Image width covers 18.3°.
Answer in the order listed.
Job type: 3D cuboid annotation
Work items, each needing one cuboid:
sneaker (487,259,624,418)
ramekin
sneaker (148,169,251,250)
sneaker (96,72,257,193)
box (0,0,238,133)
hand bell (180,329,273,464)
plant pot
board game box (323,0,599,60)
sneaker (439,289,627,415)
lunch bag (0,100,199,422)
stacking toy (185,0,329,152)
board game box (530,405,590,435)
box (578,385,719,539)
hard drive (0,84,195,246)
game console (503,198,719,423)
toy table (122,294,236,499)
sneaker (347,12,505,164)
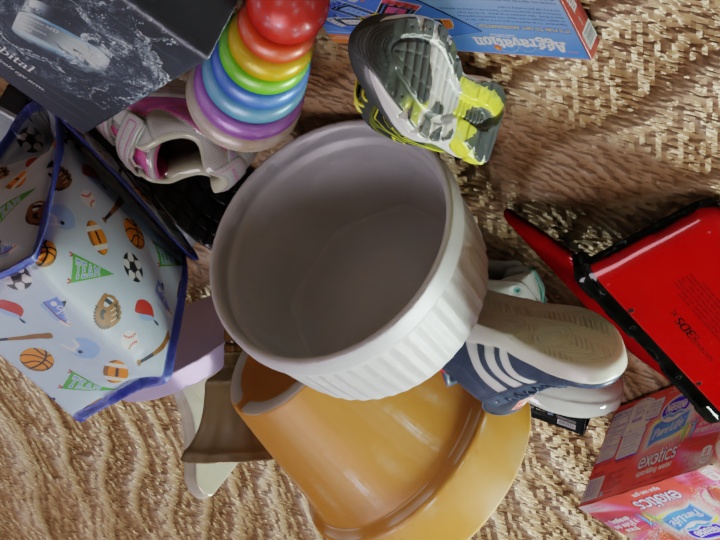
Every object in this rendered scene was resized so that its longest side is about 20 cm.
[{"bbox_3d":[0.128,0.039,1.741,0.200,0.075,0.089,30,120,-2],"label":"sneaker"},{"bbox_3d":[0.000,0.000,1.640,0.200,0.201,0.105,7,157,34],"label":"ramekin"},{"bbox_3d":[-0.089,-0.027,1.811,0.200,0.076,0.088,29,160,-10],"label":"sneaker"},{"bbox_3d":[-0.161,-0.116,1.674,0.199,0.088,0.081,15,154,20],"label":"sneaker"},{"bbox_3d":[-0.200,-0.212,1.490,0.196,0.118,0.200,34,152,-21],"label":"box"},{"bbox_3d":[-0.104,0.057,1.865,0.104,0.201,0.104,-3,-179,0],"label":"hand bell"},{"bbox_3d":[0.002,0.113,1.779,0.183,0.201,0.200,40,151,-29],"label":"plant pot"},{"bbox_3d":[0.048,-0.179,1.445,0.199,0.019,0.103,8,150,32],"label":"board game box"},{"bbox_3d":[0.125,0.072,1.652,0.200,0.075,0.085,19,125,53],"label":"sneaker"},{"bbox_3d":[-0.217,-0.019,1.733,0.124,0.200,0.170,-23,129,27],"label":"lunch bag"},{"bbox_3d":[-0.060,-0.150,1.508,0.085,0.086,0.200,27,159,-6],"label":"stacking toy"},{"bbox_3d":[0.102,0.067,1.871,0.199,0.028,0.135,19,153,11],"label":"board game box"},{"bbox_3d":[0.277,0.154,1.804,0.095,0.103,0.200,31,153,-15],"label":"box"},{"bbox_3d":[-0.226,-0.074,1.884,0.200,0.033,0.140,28,155,-9],"label":"hard drive"},{"bbox_3d":[0.231,0.009,1.656,0.172,0.119,0.200,-29,130,22],"label":"game console"},{"bbox_3d":[-0.126,0.101,1.999,0.117,0.184,0.200,53,152,-17],"label":"toy table"},{"bbox_3d":[0.026,-0.116,1.474,0.084,0.075,0.200,9,169,26],"label":"sneaker"}]
